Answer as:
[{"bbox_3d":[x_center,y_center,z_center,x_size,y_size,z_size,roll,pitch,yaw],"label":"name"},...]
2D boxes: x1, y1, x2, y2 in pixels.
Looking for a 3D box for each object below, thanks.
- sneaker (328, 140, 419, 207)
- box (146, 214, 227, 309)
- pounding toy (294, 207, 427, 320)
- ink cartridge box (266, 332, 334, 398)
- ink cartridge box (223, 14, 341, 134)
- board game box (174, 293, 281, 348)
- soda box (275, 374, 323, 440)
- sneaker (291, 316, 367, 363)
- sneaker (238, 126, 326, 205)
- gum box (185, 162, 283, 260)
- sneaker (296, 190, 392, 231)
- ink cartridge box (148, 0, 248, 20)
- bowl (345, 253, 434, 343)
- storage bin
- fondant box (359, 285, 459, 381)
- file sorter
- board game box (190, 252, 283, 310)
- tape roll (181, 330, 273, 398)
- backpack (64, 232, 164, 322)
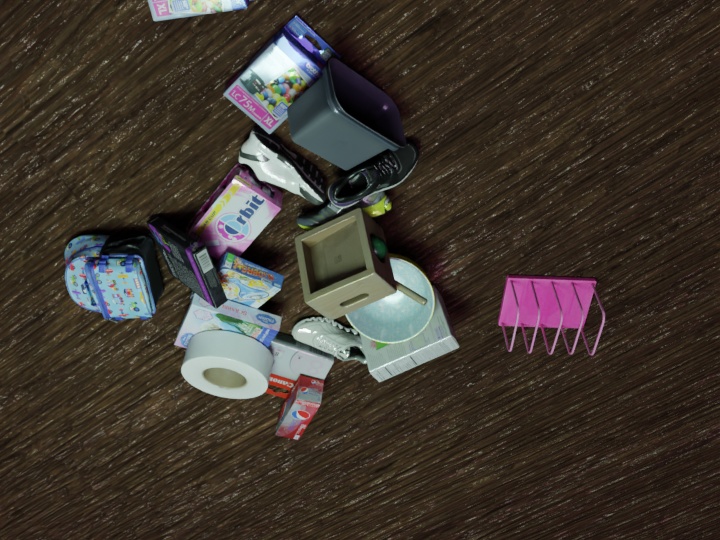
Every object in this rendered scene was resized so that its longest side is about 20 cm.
[{"bbox_3d":[0.031,-0.183,1.517,0.200,0.088,0.076,-34,95,-2],"label":"sneaker"},{"bbox_3d":[-0.357,-0.020,1.614,0.036,0.200,0.143,-37,133,-26],"label":"box"},{"bbox_3d":[0.000,0.000,1.564,0.200,0.184,0.142,-23,147,19],"label":"pounding toy"},{"bbox_3d":[-0.174,0.248,1.895,0.162,0.057,0.200,19,119,-15],"label":"ink cartridge box"},{"bbox_3d":[-0.144,-0.358,1.450,0.200,0.042,0.119,-39,118,23],"label":"ink cartridge box"},{"bbox_3d":[-0.303,0.137,1.777,0.199,0.041,0.200,18,143,-14],"label":"board game box"},{"bbox_3d":[-0.150,0.336,1.921,0.063,0.070,0.200,16,139,-13],"label":"soda box"},{"bbox_3d":[-0.060,0.163,1.813,0.199,0.081,0.075,12,127,-8],"label":"sneaker"},{"bbox_3d":[-0.153,-0.195,1.556,0.200,0.074,0.080,40,121,-16],"label":"sneaker"},{"bbox_3d":[-0.257,-0.114,1.610,0.113,0.066,0.200,32,120,-23],"label":"gum box"},{"bbox_3d":[-0.039,-0.137,1.605,0.200,0.074,0.081,-18,113,7],"label":"sneaker"},{"bbox_3d":[-0.269,-0.499,1.334,0.199,0.042,0.120,-7,127,3],"label":"ink cartridge box"},{"bbox_3d":[0.063,0.045,1.698,0.200,0.108,0.201,2,112,6],"label":"bowl"},{"bbox_3d":[-0.036,-0.280,1.447,0.134,0.146,0.200,-29,147,30],"label":"storage bin"},{"bbox_3d":[0.103,0.140,1.745,0.200,0.145,0.058,-24,140,12],"label":"fondant box"},{"bbox_3d":[0.423,0.105,1.747,0.199,0.126,0.139,2,127,-2],"label":"file sorter"},{"bbox_3d":[-0.268,0.036,1.689,0.135,0.035,0.200,23,148,-21],"label":"board game box"},{"bbox_3d":[-0.303,0.217,1.791,0.202,0.071,0.203,5,146,4],"label":"tape roll"},{"bbox_3d":[-0.535,0.015,1.664,0.199,0.135,0.183,1,126,2],"label":"backpack"}]
